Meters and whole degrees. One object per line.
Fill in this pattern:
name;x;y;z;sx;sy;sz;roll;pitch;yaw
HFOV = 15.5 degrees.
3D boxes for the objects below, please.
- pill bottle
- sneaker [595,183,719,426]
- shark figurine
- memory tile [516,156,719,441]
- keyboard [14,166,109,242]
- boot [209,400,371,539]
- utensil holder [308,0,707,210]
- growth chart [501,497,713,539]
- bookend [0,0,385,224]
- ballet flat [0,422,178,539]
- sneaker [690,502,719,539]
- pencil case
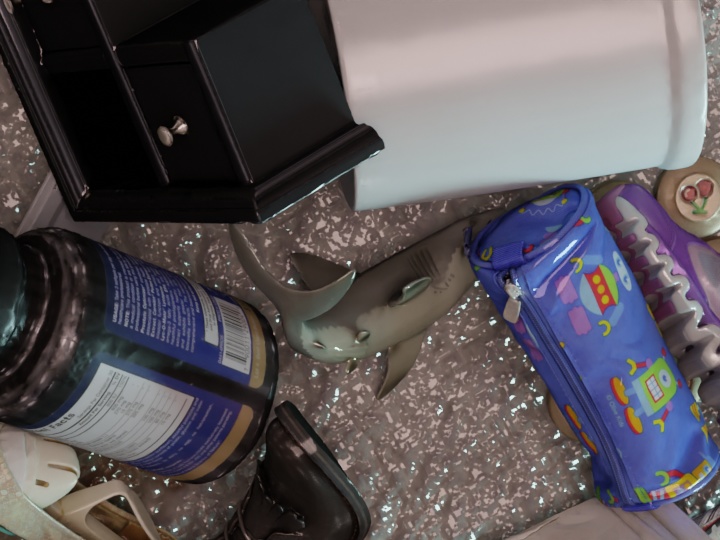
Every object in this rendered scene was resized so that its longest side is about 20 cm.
pill bottle;-0.150;0.042;1.469;0.200;0.112;0.112;24;91;-38
sneaker;0.218;0.022;1.564;0.088;0.080;0.200;-41;93;-19
shark figurine;-0.017;0.012;1.527;0.089;0.214;0.128;43;119;23
memory tile;0.193;0.011;1.603;0.199;0.017;0.154;-17;97;-7
keyboard;-0.200;0.033;1.513;0.056;0.011;0.201;45;66;-48
boot;-0.082;0.174;1.498;0.174;0.200;0.069;-29;56;-15
utensil holder;0.079;-0.125;1.502;0.199;0.170;0.171;-11;96;-5
growth chart;0.110;0.185;1.535;0.199;0.145;0.018;-23;117;-2
bookend;-0.111;-0.132;1.435;0.092;0.200;0.199;-32;110;-31
ballet flat;-0.170;0.126;1.502;0.062;0.068;0.200;-32;135;15
sneaker;0.201;0.169;1.586;0.200;0.082;0.078;-26;117;-23
pencil case;0.135;0.049;1.535;0.087;0.078;0.200;-47;116;-42
